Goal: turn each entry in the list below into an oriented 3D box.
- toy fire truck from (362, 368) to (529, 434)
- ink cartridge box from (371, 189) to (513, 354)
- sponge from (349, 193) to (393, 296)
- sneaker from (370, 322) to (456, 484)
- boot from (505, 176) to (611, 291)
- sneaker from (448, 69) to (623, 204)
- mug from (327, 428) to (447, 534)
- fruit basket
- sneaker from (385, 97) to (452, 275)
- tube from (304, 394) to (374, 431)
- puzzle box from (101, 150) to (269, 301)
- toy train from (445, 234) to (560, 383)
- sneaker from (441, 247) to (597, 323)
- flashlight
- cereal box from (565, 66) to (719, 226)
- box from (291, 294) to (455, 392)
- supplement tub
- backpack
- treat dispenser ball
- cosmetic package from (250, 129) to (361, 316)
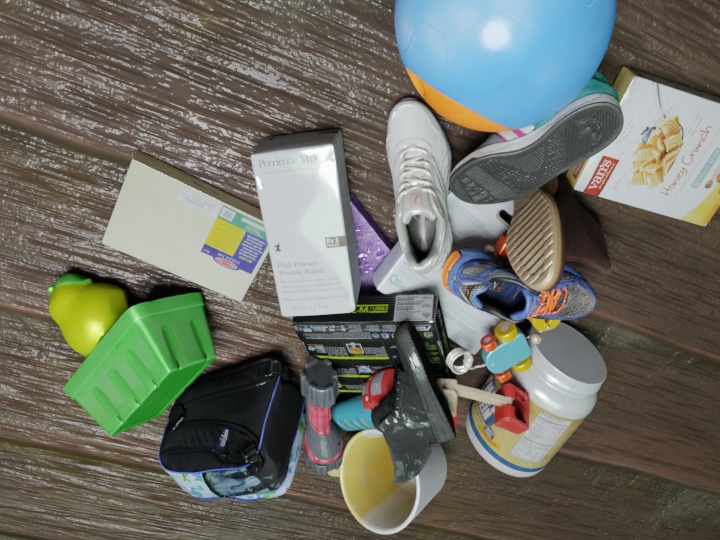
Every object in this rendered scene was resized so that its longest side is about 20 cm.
[{"bbox_3d":[0.113,0.178,0.824,0.195,0.050,0.141,24,144,-16],"label":"toy fire truck"},{"bbox_3d":[0.145,-0.013,0.801,0.197,0.041,0.201,33,105,-27],"label":"ink cartridge box"},{"bbox_3d":[0.000,0.000,0.821,0.110,0.030,0.201,-31,122,17],"label":"sponge"},{"bbox_3d":[0.053,0.169,0.759,0.101,0.060,0.204,-19,111,14],"label":"sneaker"},{"bbox_3d":[0.243,-0.034,0.704,0.164,0.204,0.072,28,133,-25],"label":"boot"},{"bbox_3d":[0.184,-0.160,0.665,0.197,0.123,0.083,-24,128,37],"label":"sneaker"},{"bbox_3d":[0.054,0.312,0.988,0.151,0.185,0.153,4,115,-55],"label":"mug"},{"bbox_3d":[-0.321,0.089,0.825,0.210,0.154,0.224,3,96,28],"label":"fruit basket"},{"bbox_3d":[0.069,-0.092,0.684,0.075,0.099,0.207,-9,98,12],"label":"sneaker"},{"bbox_3d":[-0.016,0.225,0.944,0.077,0.051,0.199,34,147,-19],"label":"tube"},{"bbox_3d":[-0.214,-0.049,0.776,0.196,0.026,0.134,25,121,-20],"label":"puzzle box"},{"bbox_3d":[0.188,0.046,0.792,0.146,0.056,0.204,17,111,-16],"label":"toy train"},{"bbox_3d":[0.191,0.032,0.710,0.193,0.079,0.077,6,115,-14],"label":"sneaker"},{"bbox_3d":[-0.054,0.216,0.880,0.065,0.069,0.204,8,134,5],"label":"flashlight"},{"bbox_3d":[0.367,-0.143,0.730,0.194,0.040,0.147,11,125,-11],"label":"cereal box"},{"bbox_3d":[0.025,0.108,0.838,0.193,0.049,0.195,-2,144,17],"label":"box"},{"bbox_3d":[0.257,0.188,0.901,0.140,0.147,0.204,15,124,-14],"label":"supplement tub"},{"bbox_3d":[-0.185,0.247,0.897,0.194,0.186,0.149,-13,131,21],"label":"backpack"},{"bbox_3d":[0.128,-0.232,0.552,0.194,0.204,0.206,-1,127,-2],"label":"treat dispenser ball"},{"bbox_3d":[-0.060,-0.054,0.723,0.098,0.075,0.206,-5,116,9],"label":"cosmetic package"}]
